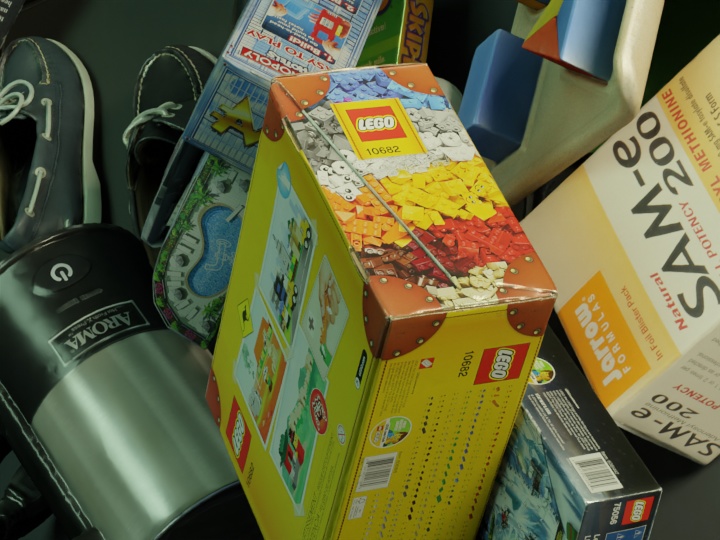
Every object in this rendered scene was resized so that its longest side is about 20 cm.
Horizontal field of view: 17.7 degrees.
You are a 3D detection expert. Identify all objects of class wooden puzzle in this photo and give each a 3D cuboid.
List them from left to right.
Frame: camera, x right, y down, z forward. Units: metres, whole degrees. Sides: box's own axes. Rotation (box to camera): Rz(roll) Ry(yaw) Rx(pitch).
[{"bbox_3d":[0.094,-0.127,1.081,0.200,0.046,0.185,134,154,-64],"label":"wooden puzzle"}]

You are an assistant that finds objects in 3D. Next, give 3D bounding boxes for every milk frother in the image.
[{"bbox_3d":[-0.131,0.115,1.224,0.180,0.200,0.188,-35,59,-4],"label":"milk frother"}]

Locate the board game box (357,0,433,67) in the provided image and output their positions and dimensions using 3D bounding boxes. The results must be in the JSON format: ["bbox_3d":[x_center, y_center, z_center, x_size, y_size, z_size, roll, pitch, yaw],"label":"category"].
[{"bbox_3d":[-0.008,-0.083,1.238,0.096,0.030,0.200,3,86,48],"label":"board game box"}]

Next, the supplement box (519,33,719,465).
[{"bbox_3d":[0.175,-0.030,1.000,0.200,0.074,0.126,-45,43,22],"label":"supplement box"}]

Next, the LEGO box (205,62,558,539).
[{"bbox_3d":[0.002,0.035,1.012,0.200,0.077,0.149,105,150,-42],"label":"LEGO box"}]

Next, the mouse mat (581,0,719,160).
[{"bbox_3d":[0.167,-0.161,1.132,0.161,0.008,0.200,-20,57,40],"label":"mouse mat"}]

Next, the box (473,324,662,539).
[{"bbox_3d":[0.061,0.085,1.038,0.200,0.040,0.137,-121,32,-45],"label":"box"}]

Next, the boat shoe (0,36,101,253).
[{"bbox_3d":[-0.210,-0.079,1.452,0.075,0.062,0.200,-41,43,33],"label":"boat shoe"}]

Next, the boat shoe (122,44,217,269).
[{"bbox_3d":[-0.106,-0.060,1.330,0.074,0.060,0.200,-35,48,30],"label":"boat shoe"}]

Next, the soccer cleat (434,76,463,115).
[{"bbox_3d":[0.000,0.000,1.144,0.068,0.073,0.200,21,104,35],"label":"soccer cleat"}]

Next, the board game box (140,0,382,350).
[{"bbox_3d":[-0.052,-0.072,1.138,0.200,0.062,0.200,-62,4,18],"label":"board game box"}]

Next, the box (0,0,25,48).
[{"bbox_3d":[-0.306,-0.216,1.551,0.197,0.124,0.200,-58,31,13],"label":"box"}]
